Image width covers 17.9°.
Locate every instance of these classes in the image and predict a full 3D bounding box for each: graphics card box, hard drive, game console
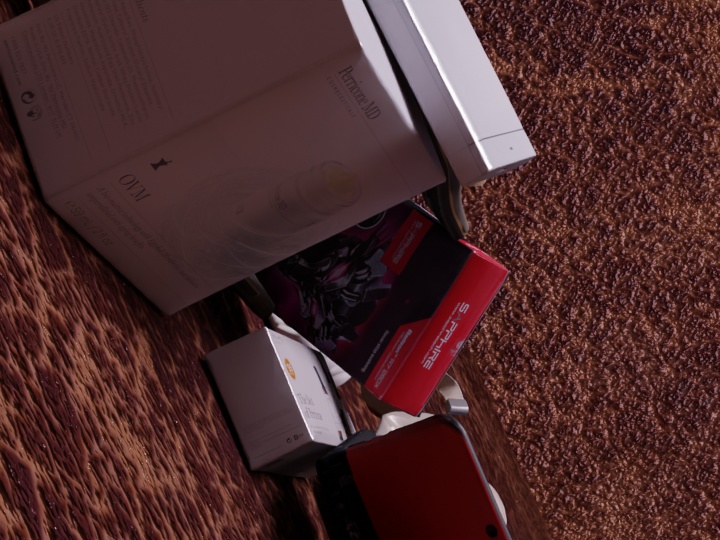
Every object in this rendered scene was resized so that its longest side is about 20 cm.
[{"bbox_3d":[0.000,0.000,1.640,0.051,0.126,0.200,26,9,-48],"label":"graphics card box"},{"bbox_3d":[0.040,-0.150,1.383,0.201,0.027,0.132,63,18,2],"label":"hard drive"},{"bbox_3d":[0.065,0.190,1.489,0.201,0.118,0.172,67,14,0],"label":"game console"}]

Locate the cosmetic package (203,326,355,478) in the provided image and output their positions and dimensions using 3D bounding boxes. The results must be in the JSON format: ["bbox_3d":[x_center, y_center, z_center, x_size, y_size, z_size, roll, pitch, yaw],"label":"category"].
[{"bbox_3d":[-0.048,0.092,1.551,0.083,0.050,0.200,64,6,9],"label":"cosmetic package"}]

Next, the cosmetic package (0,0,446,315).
[{"bbox_3d":[-0.078,-0.094,1.338,0.124,0.199,0.199,66,7,25],"label":"cosmetic package"}]

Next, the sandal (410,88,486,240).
[{"bbox_3d":[0.057,-0.088,1.505,0.082,0.054,0.201,60,-9,32],"label":"sandal"}]

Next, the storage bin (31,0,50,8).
[{"bbox_3d":[-0.218,-0.281,1.411,0.200,0.093,0.200,57,10,-53],"label":"storage bin"}]

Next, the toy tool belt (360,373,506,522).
[{"bbox_3d":[0.025,0.171,1.692,0.201,0.124,0.123,-109,-147,-44],"label":"toy tool belt"}]

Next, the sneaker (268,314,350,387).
[{"bbox_3d":[-0.052,-0.002,1.831,0.080,0.070,0.201,53,13,-49],"label":"sneaker"}]

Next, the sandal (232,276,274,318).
[{"bbox_3d":[-0.100,-0.061,1.635,0.201,0.054,0.082,67,7,25],"label":"sandal"}]
